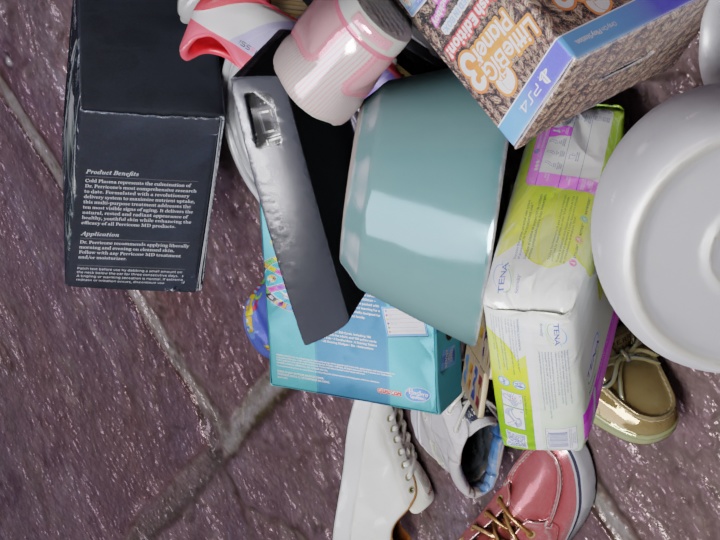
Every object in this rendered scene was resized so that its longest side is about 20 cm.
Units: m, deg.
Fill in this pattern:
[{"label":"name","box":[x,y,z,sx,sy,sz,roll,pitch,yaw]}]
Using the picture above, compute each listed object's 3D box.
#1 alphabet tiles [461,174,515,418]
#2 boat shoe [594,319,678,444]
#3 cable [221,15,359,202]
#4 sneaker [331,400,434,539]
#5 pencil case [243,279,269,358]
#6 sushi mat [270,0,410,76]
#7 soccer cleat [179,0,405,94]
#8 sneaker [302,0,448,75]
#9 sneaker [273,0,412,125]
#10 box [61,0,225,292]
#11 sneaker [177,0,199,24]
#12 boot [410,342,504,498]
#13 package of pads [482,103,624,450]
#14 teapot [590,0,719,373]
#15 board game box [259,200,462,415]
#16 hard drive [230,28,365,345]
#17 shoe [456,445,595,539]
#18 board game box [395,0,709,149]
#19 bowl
[{"label":"alphabet tiles","box":[0.092,0.014,1.591,0.200,0.006,0.168,-111,29,-83]},{"label":"boat shoe","box":[0.168,0.038,1.609,0.201,0.073,0.063,57,151,22]},{"label":"cable","box":[-0.029,-0.108,1.750,0.199,0.069,0.202,19,129,46]},{"label":"sneaker","box":[0.028,0.157,1.893,0.084,0.073,0.202,11,118,7]},{"label":"pencil case","box":[-0.021,0.034,1.838,0.199,0.078,0.088,-6,104,57]},{"label":"sushi mat","box":[-0.001,-0.172,1.738,0.199,0.012,0.097,16,126,48]},{"label":"soccer cleat","box":[-0.046,-0.154,1.635,0.199,0.077,0.067,30,170,24]},{"label":"sneaker","box":[0.045,-0.195,1.611,0.199,0.083,0.072,33,171,3]},{"label":"sneaker","box":[-0.009,-0.167,1.497,0.075,0.201,0.105,39,115,-10]},{"label":"box","box":[-0.188,-0.121,1.847,0.201,0.123,0.198,-99,17,-46]},{"label":"sneaker","box":[-0.088,-0.279,1.747,0.080,0.071,0.202,20,125,8]},{"label":"boot","box":[0.083,0.087,1.736,0.096,0.073,0.201,52,156,45]},{"label":"package of pads","box":[0.139,0.000,1.485,0.067,0.201,0.155,6,140,15]},{"label":"teapot","box":[0.231,-0.044,1.405,0.197,0.200,0.146,42,-167,-23]},{"label":"board game box","box":[0.000,0.000,1.677,0.150,0.047,0.202,9,114,26]},{"label":"hard drive","box":[-0.034,-0.064,1.562,0.042,0.135,0.202,-8,110,19]},{"label":"shoe","box":[0.124,0.211,1.760,0.071,0.091,0.201,42,141,27]},{"label":"board game box","box":[0.113,-0.208,1.436,0.201,0.159,0.097,52,144,14]},{"label":"bowl","box":[0.044,-0.054,1.507,0.104,0.202,0.202,8,129,2]}]
